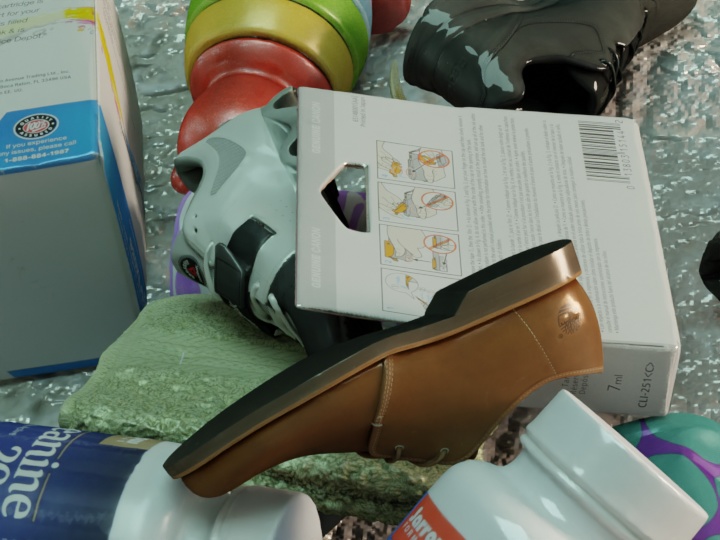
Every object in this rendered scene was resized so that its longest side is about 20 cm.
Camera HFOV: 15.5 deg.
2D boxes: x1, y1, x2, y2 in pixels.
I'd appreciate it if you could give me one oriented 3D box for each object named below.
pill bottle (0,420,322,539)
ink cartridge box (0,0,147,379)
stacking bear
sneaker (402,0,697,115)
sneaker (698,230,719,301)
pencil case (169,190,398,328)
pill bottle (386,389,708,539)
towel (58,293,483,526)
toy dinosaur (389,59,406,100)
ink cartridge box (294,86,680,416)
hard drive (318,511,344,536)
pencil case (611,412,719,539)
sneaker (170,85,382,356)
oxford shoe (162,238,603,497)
[{"bbox_3d":[-0.123,0.128,1.178,0.198,0.111,0.111,6,45,18],"label":"pill bottle"},{"bbox_3d":[-0.197,-0.061,1.423,0.146,0.145,0.201,-9,42,2],"label":"ink cartridge box"},{"bbox_3d":[-0.051,-0.114,1.482,0.120,0.114,0.201,1,48,14],"label":"stacking bear"},{"bbox_3d":[0.120,-0.122,1.465,0.199,0.076,0.091,-23,50,-31],"label":"sneaker"},{"bbox_3d":[0.221,-0.034,1.352,0.110,0.077,0.201,-8,46,-6],"label":"sneaker"},{"bbox_3d":[0.000,0.000,1.365,0.198,0.085,0.085,8,7,17],"label":"pencil case"},{"bbox_3d":[0.050,0.151,1.107,0.200,0.112,0.112,-50,48,2],"label":"pill bottle"},{"bbox_3d":[-0.032,0.063,1.269,0.198,0.037,0.149,11,29,10],"label":"towel"},{"bbox_3d":[0.060,-0.048,1.435,0.101,0.059,0.199,-25,39,-38],"label":"toy dinosaur"},{"bbox_3d":[0.054,-0.013,1.253,0.175,0.045,0.201,5,34,-4],"label":"ink cartridge box"},{"bbox_3d":[-0.101,0.122,1.288,0.139,0.033,0.200,28,55,35],"label":"hard drive"},{"bbox_3d":[0.154,0.154,1.158,0.085,0.092,0.201,-40,37,24],"label":"pencil case"},{"bbox_3d":[-0.044,0.000,1.282,0.088,0.074,0.201,-22,42,3],"label":"sneaker"},{"bbox_3d":[0.013,0.058,1.125,0.199,0.072,0.071,-24,7,-4],"label":"oxford shoe"}]
